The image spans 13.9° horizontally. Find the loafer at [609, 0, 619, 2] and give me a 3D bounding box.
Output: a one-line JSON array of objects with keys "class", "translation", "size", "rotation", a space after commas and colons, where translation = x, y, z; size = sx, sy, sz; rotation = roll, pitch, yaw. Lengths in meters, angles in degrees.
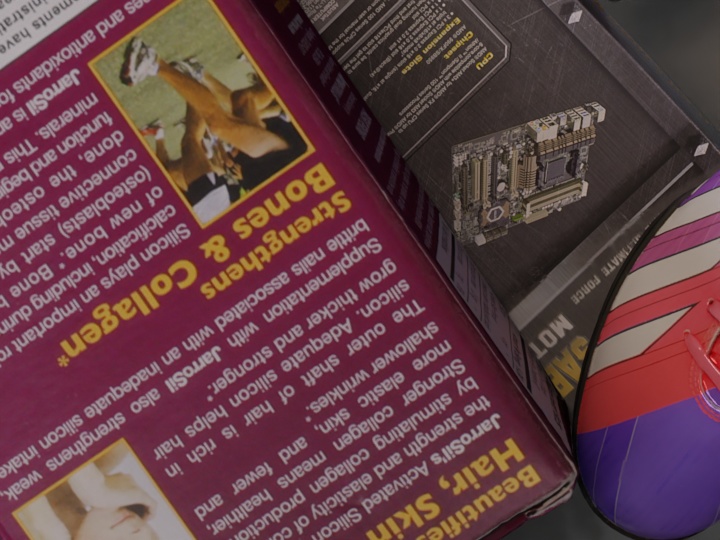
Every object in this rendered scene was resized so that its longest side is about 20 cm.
[{"class": "loafer", "translation": [0.122, -0.163, 0.834], "size": [0.069, 0.075, 0.201], "rotation": [28, 91, 29]}]

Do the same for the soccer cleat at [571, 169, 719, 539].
[{"class": "soccer cleat", "translation": [0.123, -0.009, 0.762], "size": [0.068, 0.073, 0.200], "rotation": [35, 100, -12]}]

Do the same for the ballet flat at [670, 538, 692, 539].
[{"class": "ballet flat", "translation": [0.073, 0.113, 0.808], "size": [0.200, 0.074, 0.074], "rotation": [-35, 69, 10]}]

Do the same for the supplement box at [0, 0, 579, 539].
[{"class": "supplement box", "translation": [-0.051, -0.002, 0.756], "size": [0.131, 0.103, 0.200], "rotation": [-33, 96, 8]}]

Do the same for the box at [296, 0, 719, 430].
[{"class": "box", "translation": [0.000, 0.000, 0.831], "size": [0.200, 0.048, 0.158], "rotation": [-44, 96, 9]}]
